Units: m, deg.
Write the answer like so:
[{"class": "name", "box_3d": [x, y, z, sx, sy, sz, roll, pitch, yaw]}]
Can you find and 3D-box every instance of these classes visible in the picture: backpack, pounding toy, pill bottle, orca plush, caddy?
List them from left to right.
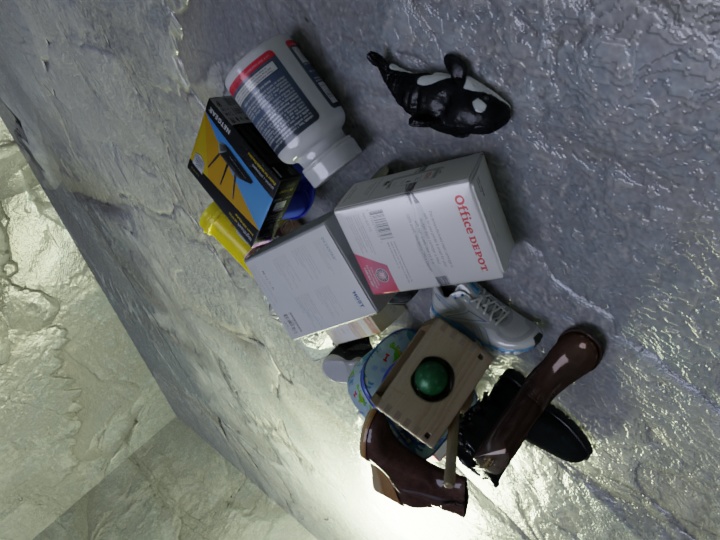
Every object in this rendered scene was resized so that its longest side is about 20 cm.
[{"class": "caddy", "box_3d": [-0.162, -0.166, 1.165, 0.199, 0.105, 0.142, 27, 121, 35]}, {"class": "pill bottle", "box_3d": [-0.092, -0.226, 0.971, 0.200, 0.119, 0.119, 53, 151, -5]}, {"class": "backpack", "box_3d": [0.091, 0.207, 1.165, 0.200, 0.183, 0.147, 48, 152, 6]}, {"class": "orca plush", "box_3d": [0.078, -0.207, 0.802, 0.200, 0.071, 0.105, 39, 150, 19]}, {"class": "pounding toy", "box_3d": [0.112, 0.186, 0.982, 0.142, 0.185, 0.200, 36, 173, 2]}]

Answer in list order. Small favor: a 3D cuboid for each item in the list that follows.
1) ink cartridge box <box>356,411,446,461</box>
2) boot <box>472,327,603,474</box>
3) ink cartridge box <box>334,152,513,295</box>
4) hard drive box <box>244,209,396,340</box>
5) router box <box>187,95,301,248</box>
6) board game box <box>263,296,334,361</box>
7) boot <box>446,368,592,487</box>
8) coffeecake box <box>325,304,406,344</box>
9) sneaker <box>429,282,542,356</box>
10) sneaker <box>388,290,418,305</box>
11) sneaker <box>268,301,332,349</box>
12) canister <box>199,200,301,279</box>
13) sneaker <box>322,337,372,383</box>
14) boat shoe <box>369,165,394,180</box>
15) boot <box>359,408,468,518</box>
[{"class": "ink cartridge box", "box_3d": [0.098, 0.320, 1.394, 0.146, 0.085, 0.200, 52, 153, -3]}, {"class": "boot", "box_3d": [0.236, 0.185, 0.910, 0.064, 0.200, 0.187, 40, 150, 16]}, {"class": "ink cartridge box", "box_3d": [0.087, -0.056, 0.888, 0.199, 0.083, 0.147, -9, 120, 31]}, {"class": "hard drive box", "box_3d": [-0.062, 0.007, 1.029, 0.199, 0.077, 0.156, -20, 105, 42]}, {"class": "router box", "box_3d": [-0.193, -0.160, 1.081, 0.200, 0.051, 0.150, 49, 133, 20]}, {"class": "board game box", "box_3d": [-0.125, 0.112, 1.521, 0.200, 0.026, 0.200, 52, 151, -5]}, {"class": "boot", "box_3d": [0.243, 0.267, 1.038, 0.198, 0.162, 0.073, 44, 153, 10]}, {"class": "coffeecake box", "box_3d": [-0.026, 0.049, 1.254, 0.154, 0.073, 0.200, 55, 151, -6]}, {"class": "sneaker", "box_3d": [0.176, 0.058, 0.984, 0.199, 0.075, 0.087, 21, 135, 41]}, {"class": "sneaker", "box_3d": [0.000, 0.000, 1.089, 0.199, 0.081, 0.086, 25, -168, 9]}, {"class": "sneaker", "box_3d": [-0.113, 0.072, 1.389, 0.079, 0.130, 0.199, -31, 134, 30]}, {"class": "canister", "box_3d": [-0.184, -0.065, 1.267, 0.200, 0.148, 0.087, 45, 147, 4]}, {"class": "sneaker", "box_3d": [0.029, 0.174, 1.330, 0.198, 0.114, 0.076, 6, 122, 5]}, {"class": "boat shoe", "box_3d": [0.017, -0.097, 1.024, 0.063, 0.071, 0.200, 41, 155, -4]}, {"class": "boot", "box_3d": [0.090, 0.308, 1.064, 0.165, 0.072, 0.201, 7, 128, 24]}]
